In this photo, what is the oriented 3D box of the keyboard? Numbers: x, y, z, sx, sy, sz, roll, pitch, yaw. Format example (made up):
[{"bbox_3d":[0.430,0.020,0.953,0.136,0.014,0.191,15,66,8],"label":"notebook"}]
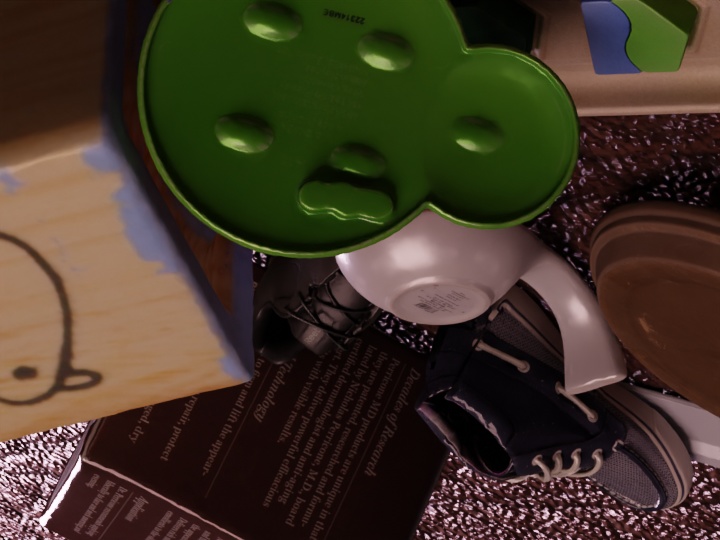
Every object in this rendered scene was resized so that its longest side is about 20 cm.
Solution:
[{"bbox_3d":[0.230,0.103,1.275,0.200,0.011,0.056,15,143,15],"label":"keyboard"}]

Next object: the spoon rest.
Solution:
[{"bbox_3d":[0.068,0.007,1.140,0.099,0.061,0.200,-20,147,34],"label":"spoon rest"}]

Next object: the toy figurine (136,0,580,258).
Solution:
[{"bbox_3d":[-0.003,-0.075,1.043,0.200,0.150,0.184,13,180,-2],"label":"toy figurine"}]

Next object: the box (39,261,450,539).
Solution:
[{"bbox_3d":[-0.067,0.114,1.336,0.200,0.164,0.166,28,154,-6],"label":"box"}]

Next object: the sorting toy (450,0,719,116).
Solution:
[{"bbox_3d":[0.075,-0.139,0.982,0.185,0.036,0.200,1,142,34],"label":"sorting toy"}]

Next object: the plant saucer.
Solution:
[{"bbox_3d":[0.204,0.036,1.128,0.200,0.029,0.200,29,158,13],"label":"plant saucer"}]

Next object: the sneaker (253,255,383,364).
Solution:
[{"bbox_3d":[0.000,0.000,1.198,0.076,0.091,0.200,34,147,-11],"label":"sneaker"}]

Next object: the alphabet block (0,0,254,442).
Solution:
[{"bbox_3d":[-0.178,-0.048,1.083,0.200,0.196,0.195,-15,134,12],"label":"alphabet block"}]

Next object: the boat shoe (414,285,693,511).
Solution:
[{"bbox_3d":[0.110,0.100,1.256,0.200,0.093,0.075,42,142,-20],"label":"boat shoe"}]
